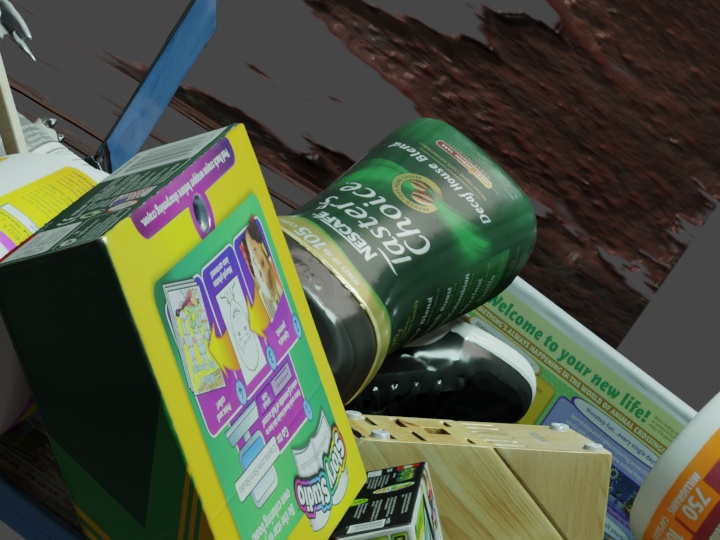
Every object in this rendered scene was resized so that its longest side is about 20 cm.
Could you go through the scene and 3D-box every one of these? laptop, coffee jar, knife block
[{"bbox_3d":[-0.095,-0.047,1.678,0.187,0.115,0.201,115,-49,-83],"label":"laptop"},{"bbox_3d":[0.000,0.000,1.519,0.104,0.085,0.200,42,42,12],"label":"coffee jar"},{"bbox_3d":[0.065,0.168,1.492,0.199,0.177,0.064,5,7,-18],"label":"knife block"}]

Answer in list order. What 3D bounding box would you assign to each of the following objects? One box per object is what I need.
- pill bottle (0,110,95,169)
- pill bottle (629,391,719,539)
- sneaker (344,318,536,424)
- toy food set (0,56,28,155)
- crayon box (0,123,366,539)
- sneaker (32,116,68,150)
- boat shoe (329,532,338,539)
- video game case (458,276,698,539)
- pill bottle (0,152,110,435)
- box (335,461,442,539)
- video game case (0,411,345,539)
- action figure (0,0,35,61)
[{"bbox_3d":[-0.184,-0.019,1.505,0.200,0.111,0.111,36,5,10],"label":"pill bottle"},{"bbox_3d":[0.244,0.154,1.483,0.200,0.113,0.113,40,6,20],"label":"pill bottle"},{"bbox_3d":[-0.002,0.075,1.569,0.199,0.073,0.112,17,46,-12],"label":"sneaker"},{"bbox_3d":[-0.249,-0.075,1.379,0.199,0.060,0.144,12,44,-38],"label":"toy food set"},{"bbox_3d":[-0.069,0.048,1.193,0.200,0.058,0.173,-49,122,-70],"label":"crayon box"},{"bbox_3d":[-0.183,0.001,1.621,0.067,0.090,0.200,82,-15,-49],"label":"sneaker"},{"bbox_3d":[-0.044,0.118,1.419,0.071,0.065,0.200,33,5,-22],"label":"boat shoe"},{"bbox_3d":[0.082,0.113,1.634,0.200,0.182,0.022,38,7,31],"label":"video game case"},{"bbox_3d":[-0.153,0.008,1.238,0.104,0.105,0.200,36,19,6],"label":"pill bottle"},{"bbox_3d":[0.021,0.155,1.315,0.200,0.035,0.111,-56,134,-85],"label":"box"},{"bbox_3d":[-0.094,0.094,1.295,0.143,0.018,0.200,36,20,10],"label":"video game case"},{"bbox_3d":[-0.216,-0.071,1.256,0.069,0.201,0.130,27,8,-40],"label":"action figure"}]
